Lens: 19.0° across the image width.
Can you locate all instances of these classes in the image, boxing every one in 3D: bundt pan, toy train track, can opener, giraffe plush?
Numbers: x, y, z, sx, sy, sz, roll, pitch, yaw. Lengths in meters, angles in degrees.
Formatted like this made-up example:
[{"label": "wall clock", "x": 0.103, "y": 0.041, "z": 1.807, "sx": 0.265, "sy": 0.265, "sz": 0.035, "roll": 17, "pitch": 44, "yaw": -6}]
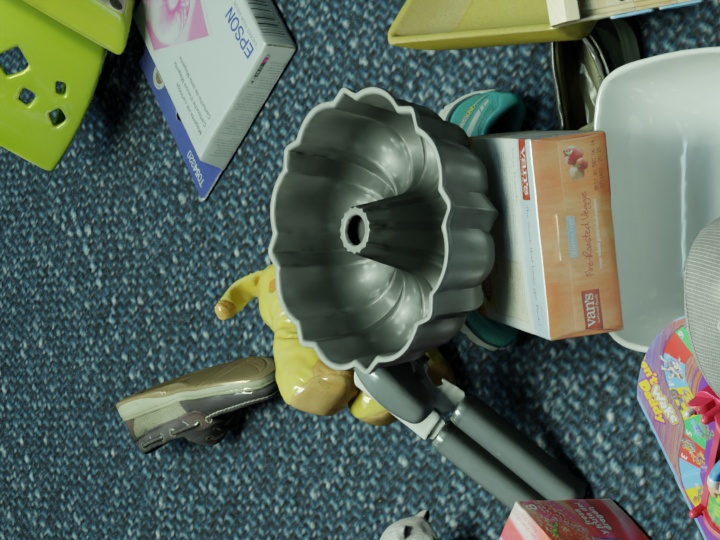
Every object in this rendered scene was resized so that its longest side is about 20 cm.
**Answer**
[{"label": "bundt pan", "x": 0.024, "y": -0.028, "z": 1.526, "sx": 0.201, "sy": 0.075, "sz": 0.204, "roll": -1, "pitch": 89, "yaw": 51}, {"label": "toy train track", "x": 0.219, "y": -0.190, "z": 1.404, "sx": 0.198, "sy": 0.033, "sz": 0.116, "roll": -9, "pitch": 86, "yaw": 13}, {"label": "can opener", "x": 0.073, "y": 0.123, "z": 1.580, "sx": 0.199, "sy": 0.066, "sz": 0.053, "roll": 37, "pitch": 121, "yaw": 5}, {"label": "giraffe plush", "x": 0.000, "y": 0.000, "z": 1.672, "sx": 0.200, "sy": 0.172, "sz": 0.163, "roll": 43, "pitch": 122, "yaw": 28}]

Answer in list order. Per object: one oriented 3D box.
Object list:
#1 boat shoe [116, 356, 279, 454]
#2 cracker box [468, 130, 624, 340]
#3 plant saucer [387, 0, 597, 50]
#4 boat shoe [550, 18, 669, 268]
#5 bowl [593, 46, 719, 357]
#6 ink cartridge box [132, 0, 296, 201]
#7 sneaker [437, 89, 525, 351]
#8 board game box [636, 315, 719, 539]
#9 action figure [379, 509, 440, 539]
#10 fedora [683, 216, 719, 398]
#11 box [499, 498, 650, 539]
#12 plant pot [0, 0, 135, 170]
[{"label": "boat shoe", "x": -0.140, "y": 0.125, "z": 1.944, "sx": 0.199, "sy": 0.072, "sz": 0.065, "roll": -16, "pitch": 99, "yaw": 40}, {"label": "cracker box", "x": 0.125, "y": -0.029, "z": 1.502, "sx": 0.200, "sy": 0.057, "sz": 0.135, "roll": -157, "pitch": 61, "yaw": -79}, {"label": "plant saucer", "x": 0.135, "y": -0.234, "z": 1.558, "sx": 0.199, "sy": 0.048, "sz": 0.201, "roll": 4, "pitch": 58, "yaw": 53}, {"label": "boat shoe", "x": 0.171, "y": -0.090, "z": 1.537, "sx": 0.073, "sy": 0.064, "sz": 0.202, "roll": -32, "pitch": 62, "yaw": 48}, {"label": "bowl", "x": 0.244, "y": -0.044, "z": 1.420, "sx": 0.199, "sy": 0.074, "sz": 0.202, "roll": -2, "pitch": 89, "yaw": 53}, {"label": "ink cartridge box", "x": -0.151, "y": -0.203, "z": 2.006, "sx": 0.200, "sy": 0.043, "sz": 0.197, "roll": -55, "pitch": 47, "yaw": 33}, {"label": "sneaker", "x": 0.097, "y": -0.040, "z": 1.630, "sx": 0.079, "sy": 0.077, "sz": 0.202, "roll": -13, "pitch": 76, "yaw": 43}, {"label": "board game box", "x": 0.239, "y": 0.126, "z": 1.380, "sx": 0.158, "sy": 0.039, "sz": 0.201, "roll": -25, "pitch": 90, "yaw": 56}, {"label": "action figure", "x": 0.051, "y": 0.283, "z": 1.640, "sx": 0.199, "sy": 0.104, "sz": 0.195, "roll": 3, "pitch": 99, "yaw": 56}, {"label": "fedora", "x": 0.256, "y": 0.036, "z": 1.264, "sx": 0.090, "sy": 0.177, "sz": 0.201, "roll": -20, "pitch": 108, "yaw": 38}, {"label": "box", "x": 0.175, "y": 0.255, "z": 1.476, "sx": 0.200, "sy": 0.094, "sz": 0.103, "roll": 48, "pitch": 125, "yaw": 44}, {"label": "plant pot", "x": -0.325, "y": -0.254, "z": 2.083, "sx": 0.182, "sy": 0.199, "sz": 0.200, "roll": -49, "pitch": 22, "yaw": 30}]
